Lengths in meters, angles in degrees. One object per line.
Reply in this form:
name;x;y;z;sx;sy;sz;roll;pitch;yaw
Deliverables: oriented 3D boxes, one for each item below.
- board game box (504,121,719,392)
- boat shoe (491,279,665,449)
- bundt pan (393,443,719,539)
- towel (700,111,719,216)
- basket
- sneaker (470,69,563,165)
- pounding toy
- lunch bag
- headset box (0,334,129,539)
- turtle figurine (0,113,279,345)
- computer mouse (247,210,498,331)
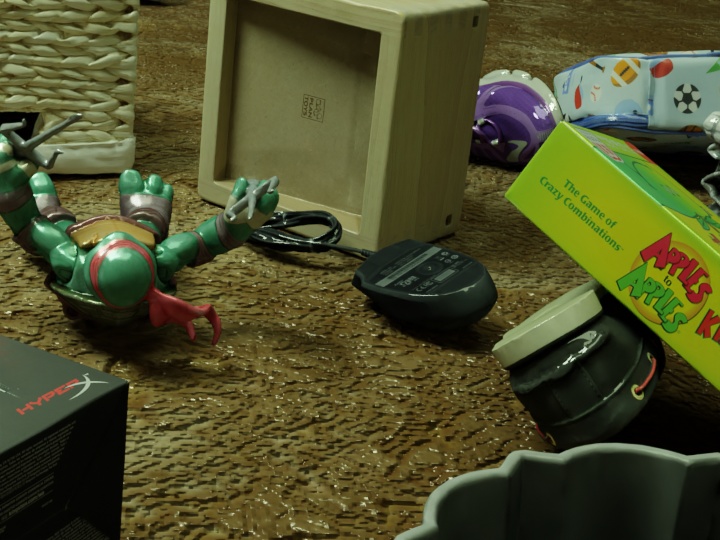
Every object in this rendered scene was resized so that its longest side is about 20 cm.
board game box;0.170;0.013;0.623;0.200;0.048;0.101;45;19;23
boat shoe;0.113;0.041;0.661;0.073;0.063;0.201;-32;-2;16
bundt pan;0.104;0.131;0.386;0.200;0.076;0.202;5;20;-2
towel;0.362;-0.059;0.973;0.199;0.086;0.165;-11;29;-44
basket;-0.275;-0.168;0.946;0.197;0.162;0.200;-3;24;-28
sneaker;0.080;-0.117;1.079;0.199;0.081;0.083;16;38;43
pounding toy;-0.018;-0.135;0.901;0.199;0.185;0.142;20;24;33
lunch bag;0.268;-0.135;1.119;0.199;0.076;0.160;4;-4;-13
headset box;-0.205;0.066;0.461;0.199;0.078;0.149;18;23;23
turtle figurine;-0.129;-0.021;0.688;0.149;0.101;0.200;16;1;-20
computer mouse;0.000;0.000;0.781;0.058;0.034;0.199;-30;34;-33
